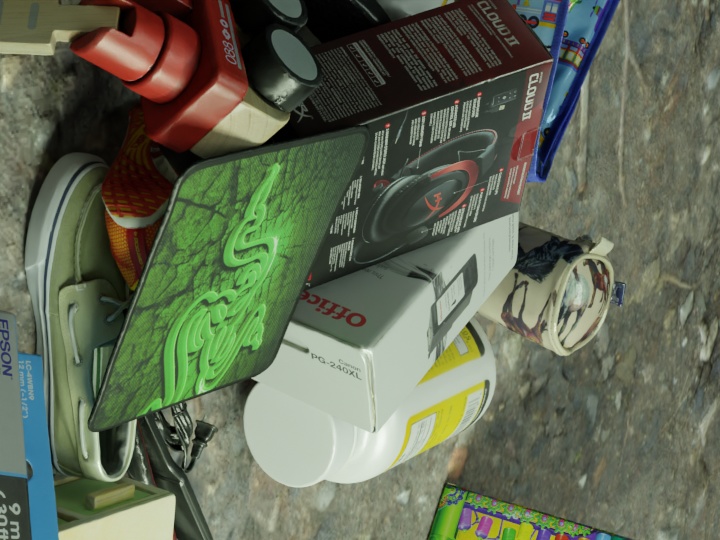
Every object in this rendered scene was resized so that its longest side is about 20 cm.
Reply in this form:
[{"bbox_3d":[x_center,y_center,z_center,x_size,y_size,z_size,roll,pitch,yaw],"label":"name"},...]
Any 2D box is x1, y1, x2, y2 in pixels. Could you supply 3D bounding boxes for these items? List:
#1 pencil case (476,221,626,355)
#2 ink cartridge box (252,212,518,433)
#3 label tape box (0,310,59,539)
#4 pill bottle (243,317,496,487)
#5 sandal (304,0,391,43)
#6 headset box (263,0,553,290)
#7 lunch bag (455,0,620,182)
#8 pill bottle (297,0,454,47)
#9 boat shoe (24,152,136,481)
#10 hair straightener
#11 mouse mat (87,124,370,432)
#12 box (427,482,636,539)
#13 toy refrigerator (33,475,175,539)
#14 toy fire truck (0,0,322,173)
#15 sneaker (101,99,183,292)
[{"bbox_3d":[0.104,-0.009,1.387,0.078,0.199,0.090,35,84,-48],"label":"pencil case"},{"bbox_3d":[0.000,0.000,1.261,0.200,0.144,0.084,-47,148,-37],"label":"ink cartridge box"},{"bbox_3d":[-0.221,0.092,0.960,0.199,0.066,0.145,13,62,-48],"label":"label tape box"},{"bbox_3d":[0.006,0.091,1.338,0.199,0.111,0.112,-19,116,-54],"label":"pill bottle"},{"bbox_3d":[-0.048,-0.213,1.148,0.200,0.075,0.045,46,58,-24],"label":"sandal"},{"bbox_3d":[0.031,-0.085,1.174,0.199,0.075,0.149,-20,146,-20],"label":"headset box"},{"bbox_3d":[0.089,-0.155,1.344,0.094,0.149,0.202,33,73,-56],"label":"lunch bag"},{"bbox_3d":[0.019,-0.209,1.262,0.201,0.104,0.104,-63,145,-21],"label":"pill bottle"},{"bbox_3d":[-0.160,0.030,1.108,0.072,0.062,0.202,-16,113,-54],"label":"boat shoe"},{"bbox_3d":[-0.132,0.114,1.210,0.077,0.041,0.201,-45,131,-40],"label":"hair straightener"},{"bbox_3d":[-0.077,0.005,1.076,0.160,0.008,0.201,-18,142,-47],"label":"mouse mat"},{"bbox_3d":[0.150,0.308,1.550,0.122,0.199,0.194,34,73,-56],"label":"box"},{"bbox_3d":[-0.202,0.170,1.078,0.199,0.075,0.071,-10,109,-55],"label":"toy refrigerator"},{"bbox_3d":[-0.143,-0.154,1.019,0.199,0.128,0.177,26,38,-40],"label":"toy fire truck"},{"bbox_3d":[-0.113,-0.056,1.117,0.200,0.072,0.078,-65,155,-55],"label":"sneaker"}]
